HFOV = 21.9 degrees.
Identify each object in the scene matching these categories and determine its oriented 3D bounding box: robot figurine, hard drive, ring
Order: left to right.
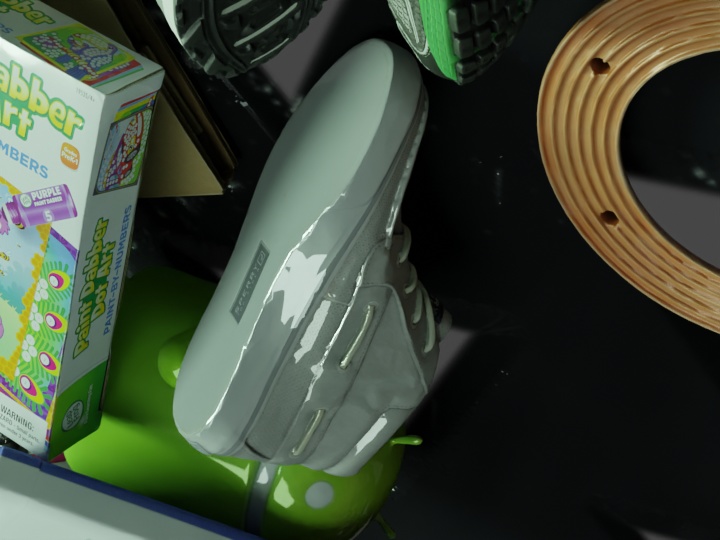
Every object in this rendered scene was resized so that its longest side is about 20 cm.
[{"bbox_3d":[-0.094,0.142,0.901,0.200,0.025,0.132,22,156,-14],"label":"hard drive"},{"bbox_3d":[-0.067,0.070,0.923,0.200,0.116,0.176,22,138,10],"label":"robot figurine"},{"bbox_3d":[0.163,-0.039,0.715,0.200,0.019,0.201,18,142,15],"label":"ring"}]

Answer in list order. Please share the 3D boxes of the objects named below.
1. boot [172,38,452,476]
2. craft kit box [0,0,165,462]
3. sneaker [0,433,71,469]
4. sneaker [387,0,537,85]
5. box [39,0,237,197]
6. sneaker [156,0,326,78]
[{"bbox_3d":[0.000,0.000,0.806,0.095,0.074,0.200,16,115,-29],"label":"boot"},{"bbox_3d":[-0.190,-0.043,0.839,0.200,0.048,0.198,29,123,21],"label":"craft kit box"},{"bbox_3d":[-0.220,0.128,1.095,0.083,0.121,0.200,6,138,29],"label":"sneaker"},{"bbox_3d":[0.009,-0.156,0.646,0.085,0.078,0.200,6,130,39],"label":"sneaker"},{"bbox_3d":[-0.172,-0.098,0.874,0.200,0.021,0.164,-1,134,37],"label":"box"},{"bbox_3d":[-0.068,-0.155,0.706,0.079,0.074,0.200,49,170,41],"label":"sneaker"}]
